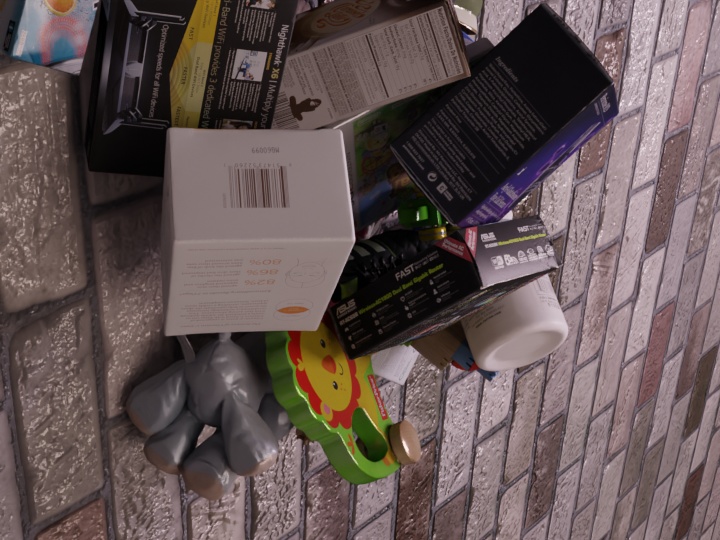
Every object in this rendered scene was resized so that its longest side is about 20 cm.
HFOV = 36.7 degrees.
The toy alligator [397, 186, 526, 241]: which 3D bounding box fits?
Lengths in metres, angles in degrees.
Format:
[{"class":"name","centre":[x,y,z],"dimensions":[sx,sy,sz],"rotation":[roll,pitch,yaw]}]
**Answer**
[{"class":"toy alligator","centre":[0.103,-0.071,1.205],"dimensions":[0.198,0.054,0.060],"rotation":[-13,99,-40]}]

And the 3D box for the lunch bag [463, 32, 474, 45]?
[{"class":"lunch bag","centre":[0.115,-0.192,1.274],"dimensions":[0.136,0.133,0.199],"rotation":[-46,145,13]}]

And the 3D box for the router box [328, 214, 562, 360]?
[{"class":"router box","centre":[0.086,0.017,1.115],"dimensions":[0.149,0.199,0.063],"rotation":[-11,74,-49]}]

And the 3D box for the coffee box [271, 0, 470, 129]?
[{"class":"coffee box","centre":[-0.002,-0.208,1.030],"dimensions":[0.197,0.115,0.081],"rotation":[-18,121,10]}]

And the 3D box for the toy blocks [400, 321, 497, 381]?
[{"class":"toy blocks","centre":[0.138,0.073,1.339],"dimensions":[0.200,0.136,0.101],"rotation":[-34,159,-54]}]

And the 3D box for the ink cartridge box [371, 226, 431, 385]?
[{"class":"ink cartridge box","centre":[0.055,0.039,1.381],"dimensions":[0.199,0.043,0.200],"rotation":[-63,156,-3]}]

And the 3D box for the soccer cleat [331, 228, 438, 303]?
[{"class":"soccer cleat","centre":[0.000,0.000,1.187],"dimensions":[0.196,0.082,0.068],"rotation":[-5,125,-5]}]

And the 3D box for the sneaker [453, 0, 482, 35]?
[{"class":"sneaker","centre":[0.079,-0.338,1.206],"dimensions":[0.199,0.066,0.091],"rotation":[18,86,-53]}]

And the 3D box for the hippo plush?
[{"class":"hippo plush","centre":[-0.145,0.125,1.150],"dimensions":[0.161,0.157,0.204],"rotation":[-25,104,-69]}]

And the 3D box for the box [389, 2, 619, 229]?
[{"class":"box","centre":[0.145,-0.140,1.059],"dimensions":[0.200,0.105,0.148],"rotation":[-42,167,11]}]

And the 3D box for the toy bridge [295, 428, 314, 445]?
[{"class":"toy bridge","centre":[-0.056,0.150,1.245],"dimensions":[0.200,0.027,0.068],"rotation":[-83,-172,-70]}]

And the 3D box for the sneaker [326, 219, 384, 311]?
[{"class":"sneaker","centre":[0.004,-0.037,1.275],"dimensions":[0.087,0.073,0.203],"rotation":[-23,132,-42]}]

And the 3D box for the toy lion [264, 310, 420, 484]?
[{"class":"toy lion","centre":[-0.026,0.127,1.131],"dimensions":[0.191,0.068,0.203],"rotation":[-5,74,-64]}]

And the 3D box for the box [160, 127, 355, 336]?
[{"class":"box","centre":[-0.099,-0.029,0.961],"dimensions":[0.150,0.108,0.200],"rotation":[-1,156,-14]}]

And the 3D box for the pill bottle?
[{"class":"pill bottle","centre":[0.157,0.004,1.263],"dimensions":[0.112,0.203,0.115],"rotation":[-14,154,-7]}]

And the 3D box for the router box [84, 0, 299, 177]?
[{"class":"router box","centre":[-0.146,-0.177,0.928],"dimensions":[0.155,0.052,0.202],"rotation":[3,123,-22]}]

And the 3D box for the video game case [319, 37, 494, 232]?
[{"class":"video game case","centre":[0.051,-0.133,1.132],"dimensions":[0.198,0.022,0.183],"rotation":[-29,150,-15]}]

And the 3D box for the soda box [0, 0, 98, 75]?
[{"class":"soda box","centre":[-0.232,-0.261,0.837],"dimensions":[0.063,0.068,0.203],"rotation":[7,105,-47]}]
